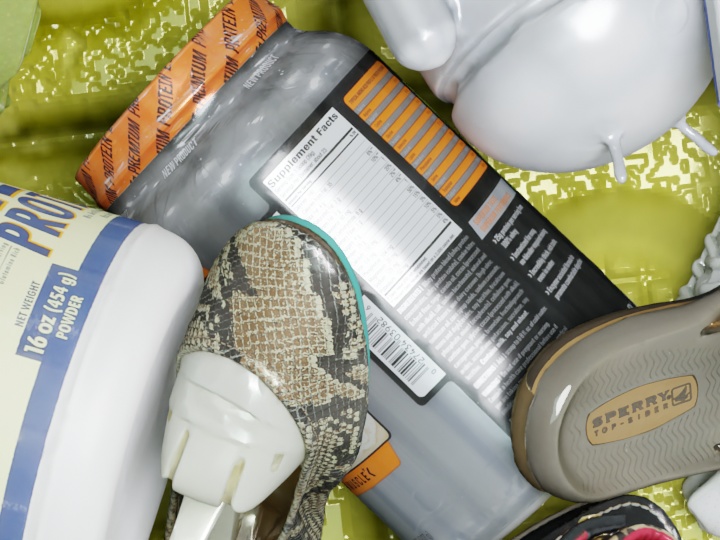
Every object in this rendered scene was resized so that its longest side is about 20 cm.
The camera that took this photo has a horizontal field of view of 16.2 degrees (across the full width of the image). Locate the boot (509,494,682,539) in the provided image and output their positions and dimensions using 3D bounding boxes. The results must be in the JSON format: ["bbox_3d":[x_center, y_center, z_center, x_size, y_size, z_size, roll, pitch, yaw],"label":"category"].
[{"bbox_3d":[0.067,0.123,0.836,0.199,0.151,0.073,-32,82,-34],"label":"boot"}]

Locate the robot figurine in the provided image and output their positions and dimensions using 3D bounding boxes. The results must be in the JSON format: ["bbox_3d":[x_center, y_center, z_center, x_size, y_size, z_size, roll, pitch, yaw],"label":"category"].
[{"bbox_3d":[0.058,-0.119,0.907,0.169,0.113,0.201,-21,74,-41],"label":"robot figurine"}]

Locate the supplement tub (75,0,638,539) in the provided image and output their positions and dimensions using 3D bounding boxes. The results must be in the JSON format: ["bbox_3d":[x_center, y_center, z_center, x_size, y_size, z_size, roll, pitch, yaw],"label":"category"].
[{"bbox_3d":[0.000,0.000,0.918,0.200,0.123,0.123,44,91,-2],"label":"supplement tub"}]

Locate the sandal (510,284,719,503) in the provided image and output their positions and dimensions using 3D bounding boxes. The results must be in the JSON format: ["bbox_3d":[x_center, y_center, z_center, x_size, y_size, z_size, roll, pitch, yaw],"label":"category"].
[{"bbox_3d":[0.145,0.028,0.858,0.199,0.055,0.082,-19,113,-21],"label":"sandal"}]

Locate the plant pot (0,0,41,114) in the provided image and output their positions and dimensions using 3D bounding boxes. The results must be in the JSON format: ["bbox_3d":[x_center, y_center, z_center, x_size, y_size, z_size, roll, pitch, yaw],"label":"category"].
[{"bbox_3d":[-0.204,-0.132,0.889,0.188,0.200,0.202,13,92,-13],"label":"plant pot"}]

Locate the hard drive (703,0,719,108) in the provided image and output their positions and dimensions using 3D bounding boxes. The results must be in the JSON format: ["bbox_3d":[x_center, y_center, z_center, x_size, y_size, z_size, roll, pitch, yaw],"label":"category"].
[{"bbox_3d":[0.178,-0.145,0.875,0.131,0.025,0.201,-1,60,-3],"label":"hard drive"}]

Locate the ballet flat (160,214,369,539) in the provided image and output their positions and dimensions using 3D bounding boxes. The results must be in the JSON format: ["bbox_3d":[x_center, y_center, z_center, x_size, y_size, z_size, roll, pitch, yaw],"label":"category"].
[{"bbox_3d":[-0.039,0.064,0.848,0.068,0.201,0.075,32,59,13],"label":"ballet flat"}]

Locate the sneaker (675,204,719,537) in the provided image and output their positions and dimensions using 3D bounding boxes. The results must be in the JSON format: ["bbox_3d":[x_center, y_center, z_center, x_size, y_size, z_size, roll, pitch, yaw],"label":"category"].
[{"bbox_3d":[0.149,0.013,0.937,0.080,0.070,0.202,-4,105,8],"label":"sneaker"}]

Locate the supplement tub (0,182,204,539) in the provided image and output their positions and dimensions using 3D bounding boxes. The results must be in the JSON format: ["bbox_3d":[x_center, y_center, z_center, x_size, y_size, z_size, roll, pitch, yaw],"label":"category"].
[{"bbox_3d":[-0.163,0.033,0.836,0.198,0.145,0.146,15,92,4],"label":"supplement tub"}]
